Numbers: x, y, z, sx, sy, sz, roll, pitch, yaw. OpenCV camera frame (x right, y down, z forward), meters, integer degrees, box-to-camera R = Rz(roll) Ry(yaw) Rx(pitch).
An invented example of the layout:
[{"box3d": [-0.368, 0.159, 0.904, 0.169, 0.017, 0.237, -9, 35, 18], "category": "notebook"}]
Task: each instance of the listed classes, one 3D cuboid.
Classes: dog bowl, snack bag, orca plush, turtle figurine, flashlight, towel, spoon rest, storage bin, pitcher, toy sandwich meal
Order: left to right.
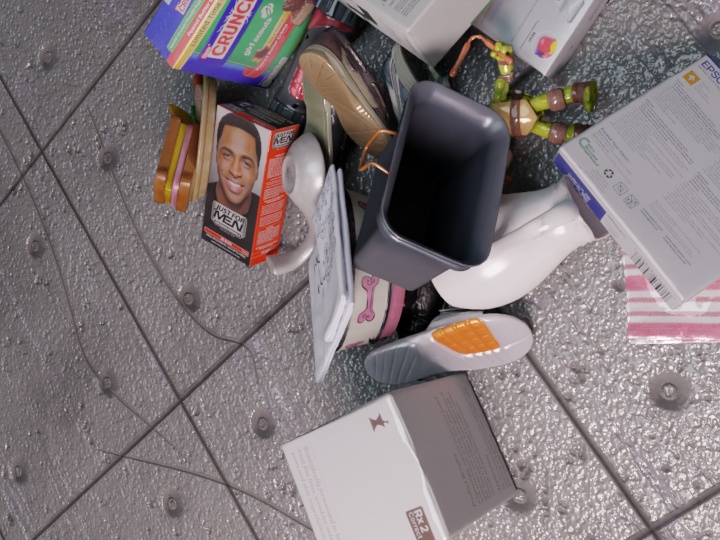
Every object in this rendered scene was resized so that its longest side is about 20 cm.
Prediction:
[{"box3d": [-0.243, -0.180, 1.257, 0.070, 0.205, 0.206, 5, 95, -13], "category": "toy sandwich meal"}, {"box3d": [-0.076, -0.086, 1.197, 0.099, 0.060, 0.200, 59, 142, 45], "category": "spoon rest"}, {"box3d": [-0.059, -0.269, 1.205, 0.068, 0.068, 0.200, 22, 110, -12], "category": "flashlight"}, {"box3d": [-0.041, 0.008, 1.081, 0.200, 0.021, 0.189, 111, 157, -55], "category": "snack bag"}, {"box3d": [0.000, 0.000, 1.114, 0.074, 0.200, 0.201, 2, 93, -13], "category": "dog bowl"}, {"box3d": [0.055, 0.040, 1.134, 0.105, 0.071, 0.200, 29, 106, 28], "category": "orca plush"}, {"box3d": [0.057, -0.081, 0.987, 0.134, 0.145, 0.200, -43, 28, 56], "category": "storage bin"}, {"box3d": [0.165, -0.032, 1.008, 0.200, 0.171, 0.121, -27, 83, 28], "category": "pitcher"}, {"box3d": [0.187, -0.167, 1.048, 0.161, 0.064, 0.201, 6, 106, 22], "category": "turtle figurine"}, {"box3d": [0.351, -0.022, 0.977, 0.146, 0.030, 0.201, -4, 88, 31], "category": "towel"}]

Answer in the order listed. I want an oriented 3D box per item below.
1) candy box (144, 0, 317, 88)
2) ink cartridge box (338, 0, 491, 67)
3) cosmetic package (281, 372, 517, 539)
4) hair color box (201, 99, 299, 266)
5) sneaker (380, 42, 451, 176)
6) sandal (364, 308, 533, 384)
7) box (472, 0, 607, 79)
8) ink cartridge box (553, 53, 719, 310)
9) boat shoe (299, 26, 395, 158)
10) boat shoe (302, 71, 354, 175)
[{"box3d": [-0.152, -0.333, 1.177, 0.077, 0.200, 0.169, 50, 114, 21], "category": "candy box"}, {"box3d": [0.051, -0.352, 1.055, 0.147, 0.083, 0.200, -48, 58, 4], "category": "ink cartridge box"}, {"box3d": [0.049, 0.234, 1.067, 0.165, 0.200, 0.165, -30, 76, 28], "category": "cosmetic package"}, {"box3d": [-0.152, -0.118, 1.234, 0.101, 0.061, 0.200, 28, 121, 28], "category": "hair color box"}, {"box3d": [0.087, -0.187, 1.121, 0.086, 0.077, 0.200, -26, 85, 59], "category": "sneaker"}, {"box3d": [0.102, 0.080, 1.101, 0.206, 0.059, 0.079, -13, 125, 17], "category": "sandal"}, {"box3d": [0.189, -0.343, 1.062, 0.200, 0.041, 0.156, 42, 112, 25], "category": "box"}, {"box3d": [0.334, -0.093, 0.927, 0.200, 0.043, 0.197, -32, 74, -11], "category": "ink cartridge box"}, {"box3d": [0.002, -0.210, 1.111, 0.072, 0.200, 0.065, 14, 64, 46], "category": "boat shoe"}, {"box3d": [-0.036, -0.185, 1.187, 0.074, 0.066, 0.200, 32, 131, 49], "category": "boat shoe"}]
